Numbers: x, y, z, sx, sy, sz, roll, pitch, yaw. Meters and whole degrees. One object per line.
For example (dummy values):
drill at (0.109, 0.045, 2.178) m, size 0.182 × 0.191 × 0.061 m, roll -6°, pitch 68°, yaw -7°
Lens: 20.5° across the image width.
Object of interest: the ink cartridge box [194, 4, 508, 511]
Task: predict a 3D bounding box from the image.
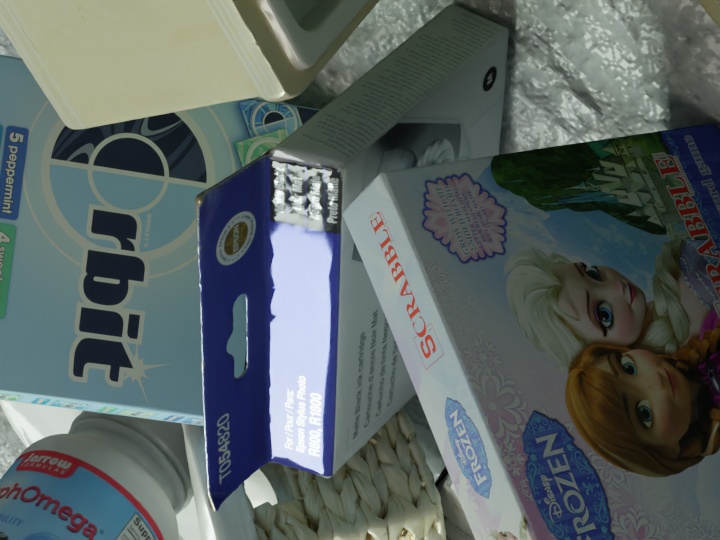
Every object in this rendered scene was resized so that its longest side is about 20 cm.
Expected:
ink cartridge box at (0.000, 0.000, 0.967) m, size 0.040 × 0.200 × 0.200 m, roll 26°, pitch 136°, yaw 26°

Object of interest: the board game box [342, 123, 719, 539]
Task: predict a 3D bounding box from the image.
board game box at (0.115, 0.039, 0.876) m, size 0.041 × 0.199 × 0.201 m, roll -45°, pitch 62°, yaw 51°

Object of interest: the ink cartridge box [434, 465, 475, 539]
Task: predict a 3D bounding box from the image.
ink cartridge box at (0.101, 0.132, 1.089) m, size 0.116 × 0.068 × 0.200 m, roll 33°, pitch 165°, yaw 3°

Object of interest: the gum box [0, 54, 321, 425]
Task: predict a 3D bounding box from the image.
gum box at (-0.126, -0.013, 1.025) m, size 0.199 × 0.171 × 0.045 m, roll 8°, pitch 169°, yaw -14°

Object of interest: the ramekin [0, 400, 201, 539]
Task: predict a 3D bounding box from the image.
ramekin at (-0.120, 0.070, 1.224) m, size 0.202 × 0.094 × 0.203 m, roll 19°, pitch 138°, yaw 18°

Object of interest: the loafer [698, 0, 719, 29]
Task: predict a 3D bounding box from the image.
loafer at (0.159, -0.141, 0.828) m, size 0.200 × 0.068 × 0.076 m, roll 33°, pitch 141°, yaw 3°

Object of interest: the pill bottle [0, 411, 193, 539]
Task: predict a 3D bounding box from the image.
pill bottle at (-0.171, 0.164, 1.121) m, size 0.108 × 0.200 × 0.109 m, roll 19°, pitch 138°, yaw 18°

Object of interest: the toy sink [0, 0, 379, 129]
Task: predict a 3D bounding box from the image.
toy sink at (-0.060, -0.152, 0.930) m, size 0.199 × 0.131 × 0.112 m, roll -7°, pitch 125°, yaw 39°

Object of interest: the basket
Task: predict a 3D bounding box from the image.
basket at (-0.022, 0.167, 1.114) m, size 0.123 × 0.136 × 0.201 m, roll -12°, pitch 131°, yaw -9°
